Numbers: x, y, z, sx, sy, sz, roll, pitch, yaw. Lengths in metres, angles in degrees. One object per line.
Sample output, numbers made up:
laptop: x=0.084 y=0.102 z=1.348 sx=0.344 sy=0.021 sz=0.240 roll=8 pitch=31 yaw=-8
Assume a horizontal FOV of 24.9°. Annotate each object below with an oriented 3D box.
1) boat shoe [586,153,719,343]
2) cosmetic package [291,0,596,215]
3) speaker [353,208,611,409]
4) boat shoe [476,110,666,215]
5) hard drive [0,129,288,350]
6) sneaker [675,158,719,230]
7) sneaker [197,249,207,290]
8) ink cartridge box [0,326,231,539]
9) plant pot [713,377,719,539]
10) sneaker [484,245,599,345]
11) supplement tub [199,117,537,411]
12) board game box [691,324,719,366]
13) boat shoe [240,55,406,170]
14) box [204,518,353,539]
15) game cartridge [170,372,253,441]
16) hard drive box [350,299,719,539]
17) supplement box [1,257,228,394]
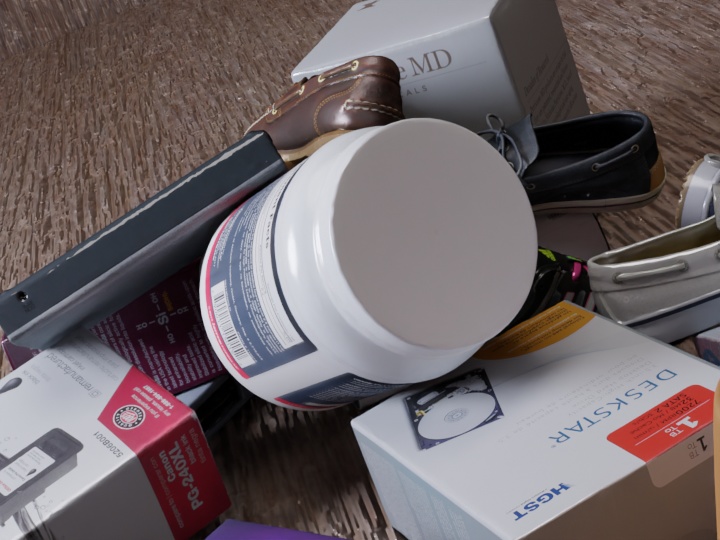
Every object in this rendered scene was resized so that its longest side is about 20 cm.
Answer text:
boat shoe: x=0.224 y=-0.029 z=0.947 sx=0.200 sy=0.087 sz=0.075 roll=-23 pitch=10 yaw=14
cosmetic package: x=0.075 y=-0.108 z=1.249 sx=0.166 sy=0.202 sz=0.167 roll=-12 pitch=22 yaw=25
speaker: x=0.069 y=0.019 z=1.111 sx=0.198 sy=0.082 sz=0.081 roll=-25 pitch=20 yaw=-8
boat shoe: x=0.103 y=-0.071 z=1.082 sx=0.198 sy=0.063 sz=0.075 roll=-6 pitch=40 yaw=3
hard drive: x=-0.134 y=-0.017 z=1.051 sx=0.199 sy=0.033 sz=0.140 roll=-33 pitch=-4 yaw=-2
sneaker: x=0.289 y=-0.043 z=1.073 sx=0.108 sy=0.071 sz=0.199 roll=15 pitch=18 yaw=27
sneaker: x=-0.011 y=-0.021 z=1.106 sx=0.199 sy=0.076 sz=0.087 roll=-29 pitch=2 yaw=-44
ink cartridge box: x=-0.204 y=0.143 z=0.999 sx=0.199 sy=0.084 sz=0.145 roll=-35 pitch=40 yaw=-24
plant pot: x=0.230 y=0.096 z=0.673 sx=0.198 sy=0.141 sz=0.200 roll=-18 pitch=19 yaw=7
sneaker: x=0.135 y=0.015 z=1.044 sx=0.198 sy=0.088 sz=0.074 roll=-22 pitch=20 yaw=-2
supplement tub: x=0.000 y=0.000 z=0.931 sx=0.140 sy=0.141 sz=0.200 roll=-32 pitch=3 yaw=-27
board game box: x=0.290 y=0.021 z=0.854 sx=0.197 sy=0.044 sz=0.200 roll=-20 pitch=0 yaw=1
boat shoe: x=-0.027 y=-0.101 z=1.139 sx=0.070 sy=0.071 sz=0.199 roll=10 pitch=-9 yaw=-30
box: x=-0.030 y=0.197 z=0.770 sx=0.199 sy=0.079 sz=0.141 roll=0 pitch=32 yaw=44
game cartridge: x=-0.168 y=0.117 z=1.164 sx=0.132 sy=0.042 sz=0.200 roll=-11 pitch=23 yaw=37
hard drive box: x=0.109 y=0.103 z=0.867 sx=0.155 sy=0.077 sz=0.200 roll=-28 pitch=22 yaw=-16
supplement box: x=-0.149 y=0.032 z=1.184 sx=0.198 sy=0.086 sz=0.110 roll=-21 pitch=21 yaw=0
